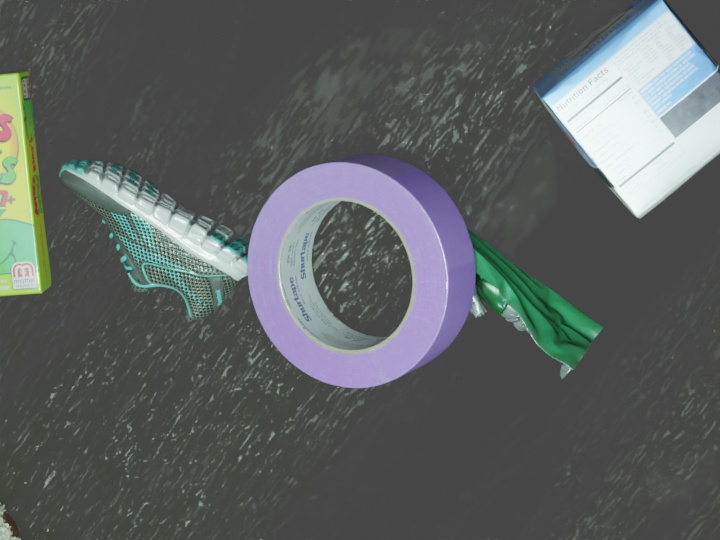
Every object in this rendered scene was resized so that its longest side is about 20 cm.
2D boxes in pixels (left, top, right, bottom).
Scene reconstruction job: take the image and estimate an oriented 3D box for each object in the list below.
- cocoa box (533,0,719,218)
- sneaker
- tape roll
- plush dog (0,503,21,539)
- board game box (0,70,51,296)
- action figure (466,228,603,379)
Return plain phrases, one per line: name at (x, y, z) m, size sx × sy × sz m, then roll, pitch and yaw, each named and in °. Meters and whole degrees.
cocoa box at (0.238, -0.145, 1.581) m, size 0.133 × 0.200 × 0.131 m, roll -40°, pitch 95°, yaw 8°
sneaker at (-0.197, -0.026, 1.685) m, size 0.199 × 0.078 × 0.092 m, roll 33°, pitch 103°, yaw -1°
tape roll at (0.000, 0.000, 1.645) m, size 0.199 × 0.066 × 0.202 m, roll 6°, pitch 102°, yaw 27°
plush dog at (-0.428, 0.244, 1.683) m, size 0.160 × 0.172 × 0.200 m, roll -38°, pitch 96°, yaw 8°
board game box at (-0.347, -0.078, 1.695) m, size 0.101 × 0.048 × 0.202 m, roll -4°, pitch 98°, yaw 3°
action figure at (0.122, 0.014, 1.671) m, size 0.200 × 0.118 × 0.055 m, roll 41°, pitch 110°, yaw 5°
